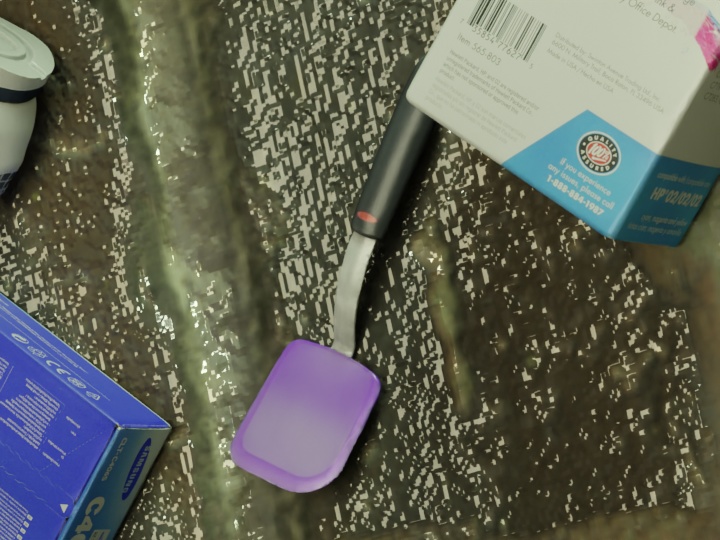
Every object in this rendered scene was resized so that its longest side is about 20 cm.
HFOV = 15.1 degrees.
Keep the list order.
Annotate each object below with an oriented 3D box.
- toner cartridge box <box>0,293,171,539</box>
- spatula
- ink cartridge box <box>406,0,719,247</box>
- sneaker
[{"bbox_3d":[-0.188,0.059,1.266,0.200,0.043,0.095,36,106,28],"label":"toner cartridge box"},{"bbox_3d":[0.000,0.000,1.171,0.056,0.021,0.200,24,98,31],"label":"spatula"},{"bbox_3d":[0.120,-0.124,1.081,0.115,0.068,0.200,36,105,27],"label":"ink cartridge box"},{"bbox_3d":[-0.241,-0.103,1.285,0.200,0.076,0.081,30,116,22],"label":"sneaker"}]
